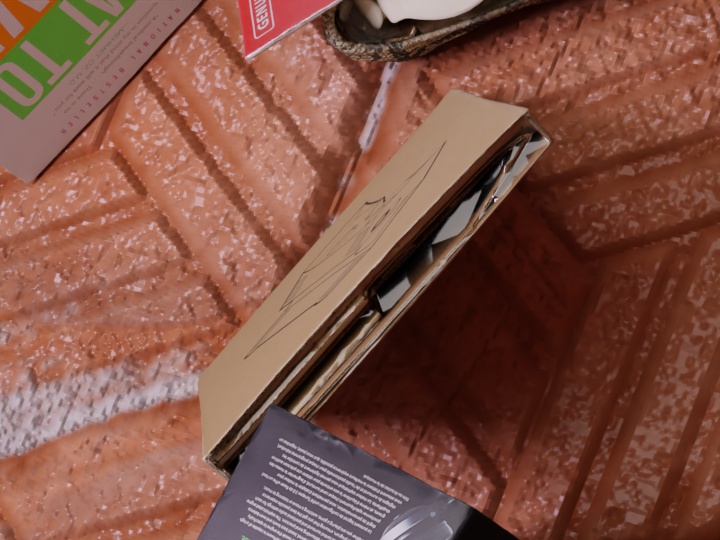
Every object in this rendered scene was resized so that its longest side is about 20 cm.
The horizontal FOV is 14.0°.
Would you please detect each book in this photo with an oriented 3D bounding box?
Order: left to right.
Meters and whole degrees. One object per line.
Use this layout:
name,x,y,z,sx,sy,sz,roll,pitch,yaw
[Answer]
book,-0.157,-0.134,1.215,0.134,0.200,0.048,-43,54,7

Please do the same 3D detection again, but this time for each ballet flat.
ballet flat,0.071,-0.134,1.161,0.200,0.075,0.068,-26,99,18

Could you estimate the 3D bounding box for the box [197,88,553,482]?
box,0.000,0.000,1.092,0.021,0.200,0.164,41,92,-6

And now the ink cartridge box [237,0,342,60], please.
ink cartridge box,0.007,-0.197,1.206,0.176,0.045,0.200,-29,36,15

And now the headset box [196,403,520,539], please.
headset box,-0.007,0.175,1.009,0.093,0.174,0.200,25,82,35
